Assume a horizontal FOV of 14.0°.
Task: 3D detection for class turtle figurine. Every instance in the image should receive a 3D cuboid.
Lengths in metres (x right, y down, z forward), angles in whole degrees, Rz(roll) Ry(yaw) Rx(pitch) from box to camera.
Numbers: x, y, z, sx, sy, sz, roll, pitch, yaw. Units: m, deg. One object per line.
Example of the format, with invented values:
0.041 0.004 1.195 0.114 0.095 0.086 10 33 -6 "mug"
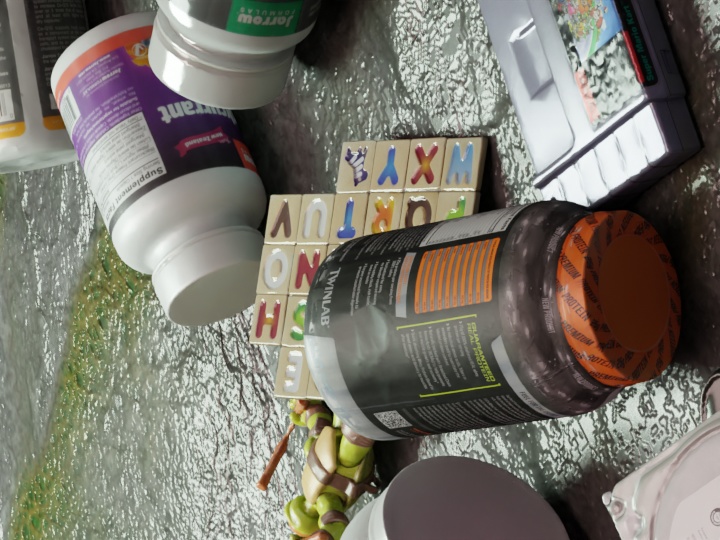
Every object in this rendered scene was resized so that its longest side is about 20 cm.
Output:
-0.014 0.126 1.910 0.201 0.064 0.162 -90 21 -56 "turtle figurine"

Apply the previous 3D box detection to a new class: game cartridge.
0.121 -0.135 1.684 0.130 0.038 0.201 -43 61 57 "game cartridge"

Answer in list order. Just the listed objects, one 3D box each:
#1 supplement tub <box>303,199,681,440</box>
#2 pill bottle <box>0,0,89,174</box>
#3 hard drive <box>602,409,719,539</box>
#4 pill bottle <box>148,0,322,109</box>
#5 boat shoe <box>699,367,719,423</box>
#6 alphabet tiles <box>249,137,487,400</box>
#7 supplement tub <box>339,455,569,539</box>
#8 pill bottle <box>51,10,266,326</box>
0.076 0.028 1.679 0.199 0.122 0.123 -9 89 39 "supplement tub"
-0.260 -0.179 2.193 0.116 0.116 0.202 -14 84 57 "pill bottle"
0.230 0.121 1.488 0.200 0.038 0.140 -37 63 24 "hard drive"
-0.071 -0.213 1.893 0.113 0.112 0.201 50 136 40 "pill bottle"
0.222 0.142 1.549 0.073 0.063 0.203 -28 72 41 "boat shoe"
0.000 0.000 1.857 0.199 0.008 0.169 1 80 49 "alphabet tiles"
0.037 0.223 1.788 0.146 0.145 0.201 59 141 32 "supplement tub"
-0.130 -0.068 2.018 0.112 0.111 0.201 -52 54 48 "pill bottle"
